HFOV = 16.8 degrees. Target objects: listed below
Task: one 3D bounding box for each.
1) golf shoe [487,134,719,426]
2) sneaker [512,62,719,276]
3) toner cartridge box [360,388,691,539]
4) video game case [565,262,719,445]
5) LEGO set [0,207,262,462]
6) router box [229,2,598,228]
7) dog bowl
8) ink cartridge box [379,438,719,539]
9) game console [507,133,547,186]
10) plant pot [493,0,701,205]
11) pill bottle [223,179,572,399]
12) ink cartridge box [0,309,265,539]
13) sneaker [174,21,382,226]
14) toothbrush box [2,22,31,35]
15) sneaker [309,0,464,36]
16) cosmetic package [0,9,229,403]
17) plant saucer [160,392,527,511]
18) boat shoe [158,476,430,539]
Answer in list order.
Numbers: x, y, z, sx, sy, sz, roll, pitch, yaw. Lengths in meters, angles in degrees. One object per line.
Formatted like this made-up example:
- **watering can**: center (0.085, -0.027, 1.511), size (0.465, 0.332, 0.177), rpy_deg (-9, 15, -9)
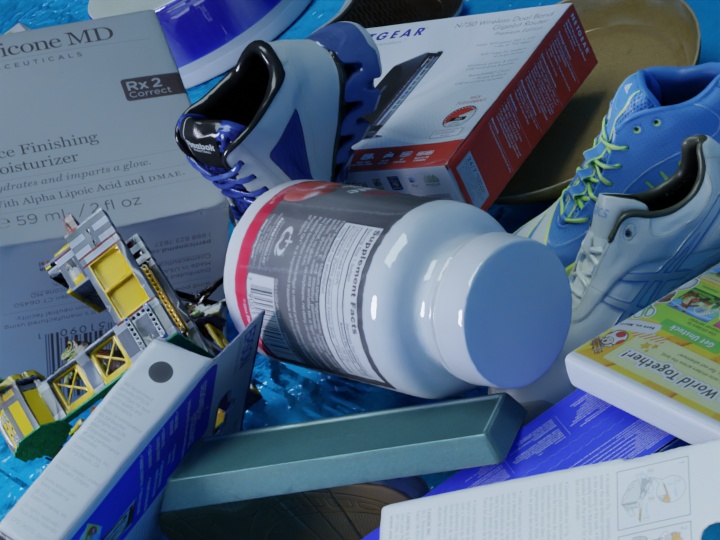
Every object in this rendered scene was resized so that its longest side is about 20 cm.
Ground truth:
- **golf shoe**: center (0.141, 0.001, 1.379), size (0.200, 0.097, 0.078), rpy_deg (-39, 29, -7)
- **sneaker**: center (0.157, -0.066, 1.461), size (0.199, 0.105, 0.076), rpy_deg (-26, 27, 14)
- **toner cartridge box**: center (0.097, 0.125, 1.279), size (0.199, 0.043, 0.095), rpy_deg (-34, 28, -1)
- **video game case**: center (0.232, 0.038, 1.238), size (0.181, 0.023, 0.200), rpy_deg (-29, 29, -22)
- **LEGO set**: center (-0.155, 0.048, 1.489), size (0.154, 0.200, 0.116), rpy_deg (-41, 63, 14)
- **router box**: center (0.028, -0.096, 1.588), size (0.199, 0.049, 0.180), rpy_deg (-3, 36, 39)
- **dog bowl**: center (-0.135, -0.245, 2.119), size (0.199, 0.079, 0.200), rpy_deg (-26, 27, 14)
- **ink cartridge box**: center (0.102, 0.172, 1.155), size (0.199, 0.057, 0.163), rpy_deg (-11, 49, 18)
- **game console**: center (0.071, -0.105, 1.709), size (0.199, 0.031, 0.177), rpy_deg (-7, 36, 43)
- **plant pot**: center (0.137, -0.111, 1.602), size (0.199, 0.028, 0.201), rpy_deg (-24, 35, 18)
- **pill bottle**: center (0.022, 0.012, 1.371), size (0.199, 0.111, 0.111), rpy_deg (11, 50, 50)
- **ink cartridge box**: center (-0.136, 0.125, 1.411), size (0.200, 0.043, 0.198), rpy_deg (-49, -13, -28)
- **sneaker**: center (-0.062, -0.054, 1.473), size (0.115, 0.201, 0.080), rpy_deg (-2, 15, -39)
- **toothbrush box**: center (-0.242, -0.055, 1.778), size (0.145, 0.200, 0.086), rpy_deg (-38, 23, -7)
- **sneaker**: center (0.003, -0.167, 1.847), size (0.200, 0.073, 0.085), rpy_deg (-37, -18, -45)
- **cosmetic package**: center (-0.189, -0.039, 1.619), size (0.164, 0.166, 0.201), rpy_deg (-11, 48, -14)
- **plant saucer**: center (-0.011, 0.097, 1.329), size (0.199, 0.019, 0.070), rpy_deg (-9, 18, 19)
- **boat shoe**: center (-0.032, 0.124, 1.394), size (0.199, 0.071, 0.069), rpy_deg (-9, 37, 42)
